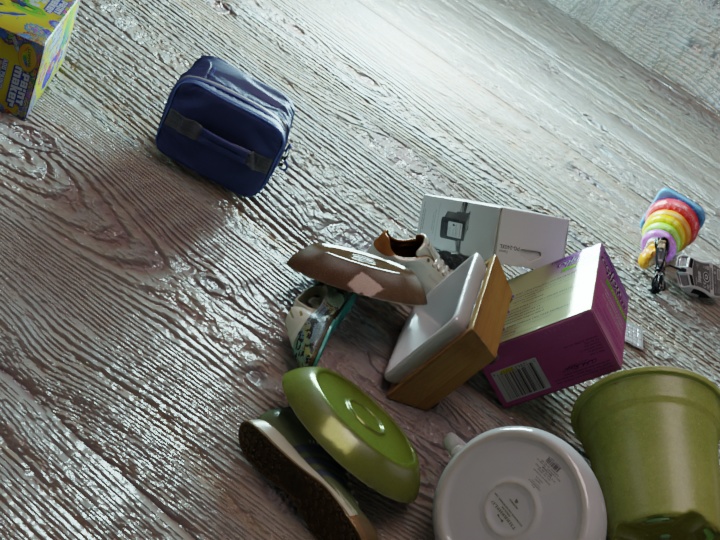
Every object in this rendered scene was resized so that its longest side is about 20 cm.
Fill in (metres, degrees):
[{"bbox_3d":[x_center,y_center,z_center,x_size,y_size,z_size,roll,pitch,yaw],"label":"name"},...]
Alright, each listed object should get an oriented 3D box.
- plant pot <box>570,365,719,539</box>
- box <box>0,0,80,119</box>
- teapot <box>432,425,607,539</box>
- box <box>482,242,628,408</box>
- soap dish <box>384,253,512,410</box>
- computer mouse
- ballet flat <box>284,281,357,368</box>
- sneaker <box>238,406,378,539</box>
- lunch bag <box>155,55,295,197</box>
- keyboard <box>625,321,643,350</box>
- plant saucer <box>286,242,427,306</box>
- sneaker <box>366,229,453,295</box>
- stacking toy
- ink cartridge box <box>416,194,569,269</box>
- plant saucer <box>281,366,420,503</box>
[{"bbox_3d":[0.367,0.254,1.204,0.197,0.201,0.186,20,44,-14],"label":"plant pot"},{"bbox_3d":[-0.519,-0.341,1.364,0.190,0.123,0.201,21,32,-12],"label":"box"},{"bbox_3d":[0.176,0.270,1.050,0.146,0.194,0.203,45,44,-57],"label":"teapot"},{"bbox_3d":[0.267,0.074,1.345,0.098,0.174,0.201,58,28,-16],"label":"box"},{"bbox_3d":[0.120,0.080,1.269,0.081,0.157,0.201,43,31,-8],"label":"soap dish"},{"bbox_3d":[0.615,0.012,1.839,0.198,0.044,0.112,18,67,-31],"label":"computer mouse"},{"bbox_3d":[-0.060,0.064,1.223,0.073,0.075,0.200,30,22,1],"label":"ballet flat"},{"bbox_3d":[-0.035,0.215,1.026,0.200,0.068,0.089,42,39,24],"label":"sneaker"},{"bbox_3d":[-0.191,-0.202,1.420,0.198,0.137,0.133,26,32,-8],"label":"lunch bag"},{"bbox_3d":[0.383,0.071,1.616,0.198,0.011,0.057,27,32,-5],"label":"keyboard"},{"bbox_3d":[0.000,0.000,1.303,0.197,0.037,0.200,16,8,-2],"label":"plant saucer"},{"bbox_3d":[0.105,0.001,1.424,0.197,0.085,0.073,20,31,-17],"label":"sneaker"},{"bbox_3d":[0.584,-0.059,1.890,0.109,0.117,0.200,34,43,13],"label":"stacking toy"},{"bbox_3d":[0.202,-0.060,1.501,0.143,0.085,0.199,6,6,-33],"label":"ink cartridge box"},{"bbox_3d":[-0.002,0.171,1.075,0.199,0.031,0.200,41,10,-9],"label":"plant saucer"}]
